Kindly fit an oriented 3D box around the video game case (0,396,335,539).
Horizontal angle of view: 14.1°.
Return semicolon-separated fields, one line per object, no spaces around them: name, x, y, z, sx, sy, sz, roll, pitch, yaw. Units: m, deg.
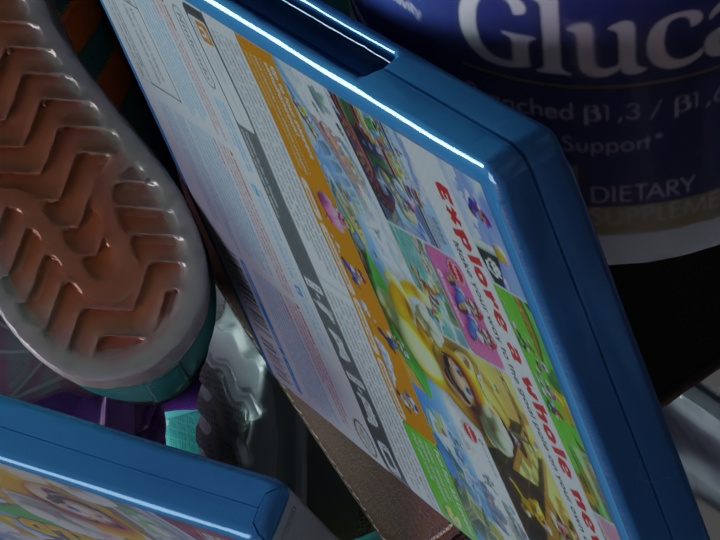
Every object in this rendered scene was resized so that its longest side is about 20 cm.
video game case;-0.053;0.082;0.837;0.142;0.018;0.200;15;163;24

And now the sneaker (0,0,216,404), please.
sneaker;-0.098;-0.053;0.763;0.080;0.071;0.201;85;159;-77

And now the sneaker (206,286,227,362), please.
sneaker;-0.076;-0.059;0.951;0.201;0.092;0.076;57;159;10

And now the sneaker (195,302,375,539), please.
sneaker;0.000;0.000;0.895;0.075;0.081;0.201;-118;31;-47

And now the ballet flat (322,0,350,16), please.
ballet flat;0.003;-0.142;0.658;0.062;0.067;0.201;54;137;46

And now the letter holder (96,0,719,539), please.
letter holder;0.010;-0.036;0.774;0.201;0.100;0.142;58;162;7

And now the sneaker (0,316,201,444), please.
sneaker;-0.110;0.042;0.950;0.088;0.200;0.081;42;130;11

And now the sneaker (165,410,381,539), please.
sneaker;-0.049;0.031;1.046;0.200;0.077;0.080;52;150;20

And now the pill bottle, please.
pill bottle;0.046;-0.106;0.570;0.111;0.111;0.201;44;155;37

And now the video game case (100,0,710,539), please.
video game case;0.006;0.001;0.634;0.200;0.018;0.144;36;154;55
